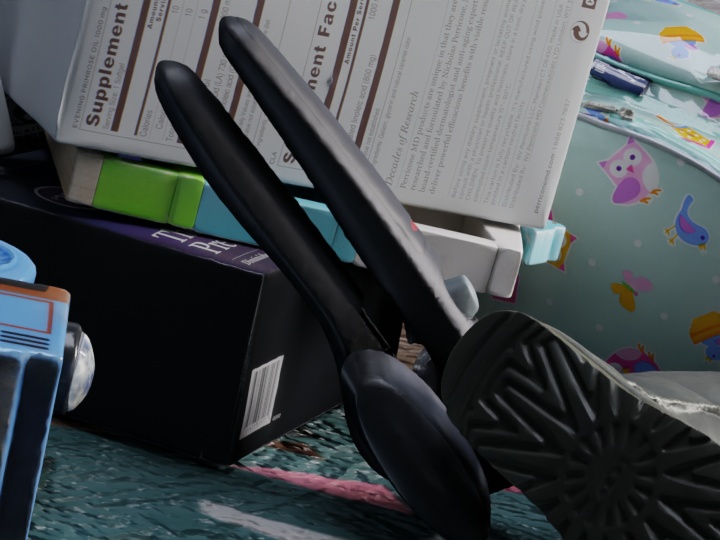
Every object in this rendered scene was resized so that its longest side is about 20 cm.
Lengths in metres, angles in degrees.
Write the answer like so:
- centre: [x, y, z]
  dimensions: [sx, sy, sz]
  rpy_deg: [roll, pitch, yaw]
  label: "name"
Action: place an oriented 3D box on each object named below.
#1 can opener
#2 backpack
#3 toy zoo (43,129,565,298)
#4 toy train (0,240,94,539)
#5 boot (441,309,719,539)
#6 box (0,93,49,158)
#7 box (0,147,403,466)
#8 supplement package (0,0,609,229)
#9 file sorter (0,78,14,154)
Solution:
- centre: [0.000, 0.000, 1.023]
  dimensions: [0.063, 0.200, 0.079]
  rpy_deg: [-31, 12, -6]
  label: "can opener"
- centre: [0.144, -0.013, 1.241]
  dimensions: [0.200, 0.176, 0.153]
  rpy_deg: [16, 28, 9]
  label: "backpack"
- centre: [-0.018, -0.029, 1.133]
  dimensions: [0.200, 0.020, 0.131]
  rpy_deg: [12, 12, -13]
  label: "toy zoo"
- centre: [-0.183, 0.023, 0.929]
  dimensions: [0.200, 0.087, 0.114]
  rpy_deg: [12, 17, -8]
  label: "toy train"
- centre: [0.135, 0.086, 1.027]
  dimensions: [0.200, 0.073, 0.182]
  rpy_deg: [26, 22, -52]
  label: "boot"
- centre: [-0.145, -0.114, 1.266]
  dimensions: [0.148, 0.104, 0.200]
  rpy_deg: [-15, -32, 27]
  label: "box"
- centre: [-0.074, 0.005, 1.152]
  dimensions: [0.141, 0.079, 0.200]
  rpy_deg: [13, 11, 15]
  label: "box"
- centre: [-0.025, -0.096, 1.113]
  dimensions: [0.200, 0.110, 0.114]
  rpy_deg: [10, 13, -24]
  label: "supplement package"
- centre: [-0.253, -0.087, 1.077]
  dimensions: [0.200, 0.139, 0.125]
  rpy_deg: [-10, 5, 27]
  label: "file sorter"
